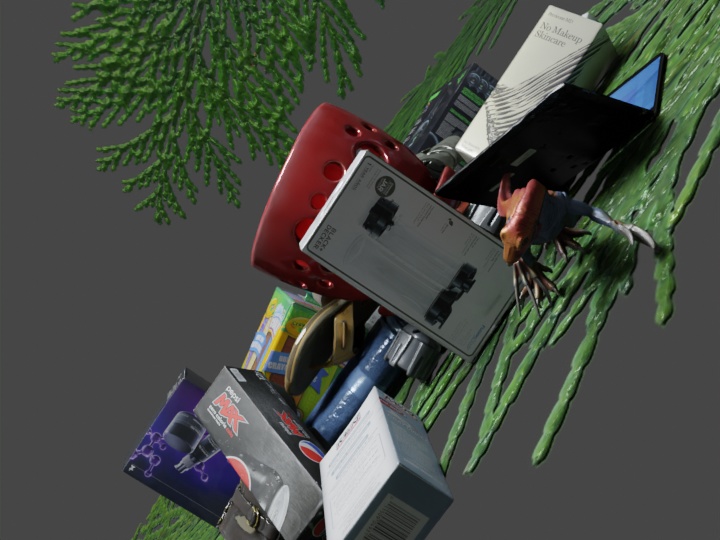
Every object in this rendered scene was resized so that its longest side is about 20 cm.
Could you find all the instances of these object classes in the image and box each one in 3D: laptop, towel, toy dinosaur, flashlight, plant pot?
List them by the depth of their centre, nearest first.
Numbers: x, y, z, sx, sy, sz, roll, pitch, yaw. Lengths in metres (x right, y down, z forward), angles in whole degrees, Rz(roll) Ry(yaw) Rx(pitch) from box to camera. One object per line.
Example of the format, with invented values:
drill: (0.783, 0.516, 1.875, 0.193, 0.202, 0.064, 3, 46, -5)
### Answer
toy dinosaur: (0.128, -0.034, 0.764, 0.105, 0.200, 0.181, -46, -35, -1)
laptop: (0.187, -0.144, 0.936, 0.177, 0.199, 0.104, -40, 54, 42)
flashlight: (0.098, 0.022, 1.016, 0.200, 0.068, 0.068, -60, -34, -2)
plant pot: (-0.001, -0.056, 1.059, 0.201, 0.182, 0.200, -64, 0, -1)
towel: (0.003, 0.136, 1.135, 0.200, 0.048, 0.112, -54, 9, 6)

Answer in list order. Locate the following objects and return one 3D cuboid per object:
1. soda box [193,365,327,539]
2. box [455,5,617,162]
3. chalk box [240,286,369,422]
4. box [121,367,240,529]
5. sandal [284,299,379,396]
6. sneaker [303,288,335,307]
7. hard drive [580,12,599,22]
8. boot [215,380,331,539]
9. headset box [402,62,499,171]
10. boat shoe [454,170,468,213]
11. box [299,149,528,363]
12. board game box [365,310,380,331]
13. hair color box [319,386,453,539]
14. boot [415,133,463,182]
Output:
soda box: (-0.089, 0.191, 1.006, 0.200, 0.063, 0.071, 45, 106, 35)
box: (0.201, -0.193, 1.100, 0.200, 0.082, 0.068, -58, -35, -1)
chalk box: (-0.067, 0.102, 1.243, 0.201, 0.124, 0.124, -66, 17, 2)
box: (-0.180, 0.241, 1.235, 0.141, 0.200, 0.079, -56, 10, 1)
sandal: (-0.015, 0.070, 1.134, 0.200, 0.054, 0.080, -45, -30, -17)
sneaker: (0.000, 0.000, 1.217, 0.200, 0.080, 0.072, -2, -57, -48)
hard drive: (0.240, -0.230, 1.241, 0.132, 0.027, 0.200, -45, 15, 49)
boot: (-0.124, 0.232, 1.109, 0.200, 0.069, 0.175, 43, 111, 45)
headset box: (0.134, -0.201, 1.468, 0.200, 0.093, 0.174, -58, 10, -12)
boat shoe: (0.118, -0.076, 1.174, 0.071, 0.062, 0.200, -50, 7, 19)
box: (0.054, -0.014, 0.931, 0.117, 0.200, 0.060, -57, 8, 2)
board game box: (0.028, 0.033, 1.391, 0.134, 0.034, 0.200, -43, 16, 52)
hair color box: (0.017, 0.187, 0.862, 0.099, 0.061, 0.200, -55, 10, 6)
boot: (0.041, -0.102, 1.211, 0.199, 0.068, 0.131, -21, 14, 25)
